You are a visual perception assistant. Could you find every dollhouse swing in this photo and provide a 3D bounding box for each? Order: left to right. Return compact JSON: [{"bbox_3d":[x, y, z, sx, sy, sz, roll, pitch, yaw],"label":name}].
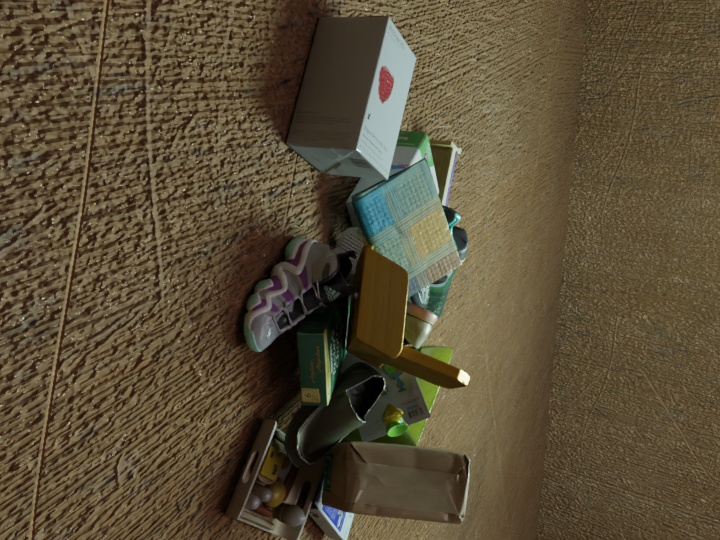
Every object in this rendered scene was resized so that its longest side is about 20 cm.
[{"bbox_3d":[0.074,0.075,1.063,0.200,0.174,0.184,110,-13,-77],"label":"dollhouse swing"}]

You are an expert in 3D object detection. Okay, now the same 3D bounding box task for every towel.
[{"bbox_3d":[0.078,-0.063,1.160,0.146,0.022,0.202,-29,112,-15],"label":"towel"}]

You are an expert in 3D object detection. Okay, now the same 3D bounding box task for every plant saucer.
[{"bbox_3d":[0.043,0.205,1.241,0.048,0.198,0.201,50,51,-31],"label":"plant saucer"}]

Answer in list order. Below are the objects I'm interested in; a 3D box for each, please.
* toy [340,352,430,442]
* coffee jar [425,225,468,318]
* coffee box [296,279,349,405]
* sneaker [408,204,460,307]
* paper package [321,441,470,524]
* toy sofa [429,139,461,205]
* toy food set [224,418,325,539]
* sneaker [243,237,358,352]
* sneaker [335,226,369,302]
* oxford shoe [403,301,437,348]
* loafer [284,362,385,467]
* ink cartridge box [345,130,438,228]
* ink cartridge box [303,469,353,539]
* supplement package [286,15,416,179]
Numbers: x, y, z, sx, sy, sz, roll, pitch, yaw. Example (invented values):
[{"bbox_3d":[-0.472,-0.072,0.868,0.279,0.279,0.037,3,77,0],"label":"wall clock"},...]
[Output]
[{"bbox_3d":[0.034,0.187,1.170,0.047,0.114,0.201,69,0,-46],"label":"toy"},{"bbox_3d":[0.136,0.000,1.367,0.086,0.103,0.201,-93,-163,-49],"label":"coffee jar"},{"bbox_3d":[-0.053,0.106,1.095,0.200,0.043,0.124,-65,156,-67],"label":"coffee box"},{"bbox_3d":[0.127,-0.024,1.242,0.077,0.090,0.202,-30,128,-59],"label":"sneaker"},{"bbox_3d":[0.045,0.325,1.095,0.200,0.188,0.105,132,-34,-71],"label":"paper package"},{"bbox_3d":[0.146,-0.159,1.431,0.097,0.082,0.202,20,80,-62],"label":"toy sofa"},{"bbox_3d":[-0.119,0.325,1.077,0.145,0.060,0.200,-69,152,-22],"label":"toy food set"},{"bbox_3d":[-0.069,0.036,0.991,0.201,0.139,0.078,-64,149,-32],"label":"sneaker"},{"bbox_3d":[0.000,0.000,1.218,0.082,0.073,0.202,-75,163,-52],"label":"sneaker"},{"bbox_3d":[0.063,0.092,1.269,0.070,0.200,0.074,26,84,-19],"label":"oxford shoe"},{"bbox_3d":[-0.035,0.214,1.067,0.200,0.069,0.075,-47,112,-28],"label":"loafer"},{"bbox_3d":[0.062,-0.131,1.266,0.201,0.083,0.146,-61,149,-34],"label":"ink cartridge box"},{"bbox_3d":[-0.052,0.398,1.250,0.201,0.039,0.100,70,33,-49],"label":"ink cartridge box"},{"bbox_3d":[-0.009,-0.253,1.041,0.121,0.119,0.202,29,72,-62],"label":"supplement package"}]
